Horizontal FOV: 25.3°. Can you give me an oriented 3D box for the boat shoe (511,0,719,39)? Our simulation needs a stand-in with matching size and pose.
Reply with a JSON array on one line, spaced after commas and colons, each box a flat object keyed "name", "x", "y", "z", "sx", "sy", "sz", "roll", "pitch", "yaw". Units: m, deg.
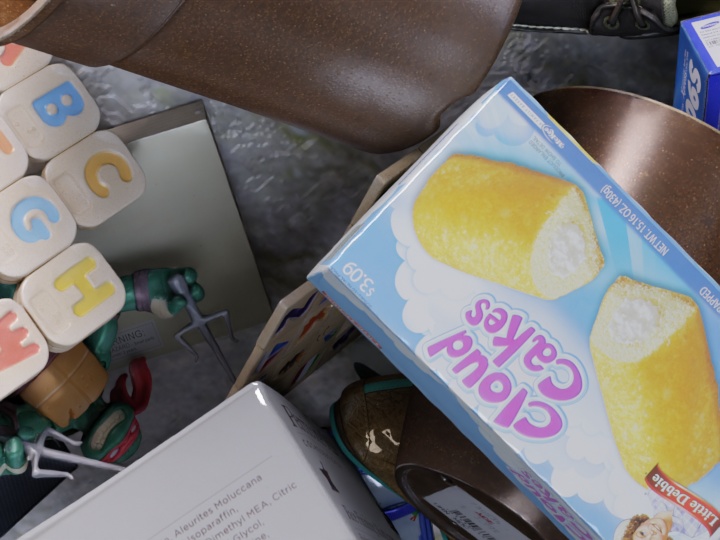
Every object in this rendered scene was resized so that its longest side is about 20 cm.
[{"name": "boat shoe", "x": 0.148, "y": -0.153, "z": 0.814, "sx": 0.200, "sy": 0.066, "sz": 0.072, "roll": -7, "pitch": 122, "yaw": -8}]

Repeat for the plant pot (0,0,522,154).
[{"name": "plant pot", "x": -0.042, "y": -0.155, "z": 0.708, "sx": 0.198, "sy": 0.200, "sz": 0.200, "roll": 21, "pitch": 115, "yaw": -30}]

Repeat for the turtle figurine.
[{"name": "turtle figurine", "x": -0.160, "y": 0.044, "z": 0.809, "sx": 0.200, "sy": 0.150, "sz": 0.101, "roll": 44, "pitch": 141, "yaw": -18}]

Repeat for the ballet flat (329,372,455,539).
[{"name": "ballet flat", "x": 0.062, "y": 0.117, "z": 0.900, "sx": 0.072, "sy": 0.068, "sz": 0.200, "roll": -26, "pitch": 129, "yaw": 19}]

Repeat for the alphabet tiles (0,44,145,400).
[{"name": "alphabet tiles", "x": -0.200, "y": -0.039, "z": 0.748, "sx": 0.195, "sy": 0.015, "sz": 0.200, "roll": -38, "pitch": 96, "yaw": -33}]

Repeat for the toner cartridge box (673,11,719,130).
[{"name": "toner cartridge box", "x": 0.217, "y": -0.058, "z": 0.864, "sx": 0.095, "sy": 0.043, "sz": 0.200, "roll": -12, "pitch": 141, "yaw": -4}]

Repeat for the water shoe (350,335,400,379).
[{"name": "water shoe", "x": 0.089, "y": 0.065, "z": 0.944, "sx": 0.200, "sy": 0.071, "sz": 0.079, "roll": 24, "pitch": 79, "yaw": -16}]

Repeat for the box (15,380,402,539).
[{"name": "box", "x": -0.076, "y": 0.178, "z": 0.801, "sx": 0.200, "sy": 0.131, "sz": 0.199, "roll": -34, "pitch": 161, "yaw": 1}]

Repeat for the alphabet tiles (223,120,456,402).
[{"name": "alphabet tiles", "x": 0.000, "y": 0.000, "z": 0.805, "sx": 0.008, "sy": 0.167, "sz": 0.200, "roll": 42, "pitch": 135, "yaw": 12}]

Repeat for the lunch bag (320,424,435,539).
[{"name": "lunch bag", "x": -0.055, "y": 0.173, "z": 0.966, "sx": 0.199, "sy": 0.076, "sz": 0.161, "roll": -13, "pitch": 120, "yaw": -5}]

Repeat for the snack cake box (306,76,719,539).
[{"name": "snack cake box", "x": 0.088, "y": 0.031, "z": 0.692, "sx": 0.200, "sy": 0.067, "sz": 0.115, "roll": 44, "pitch": 80, "yaw": -4}]

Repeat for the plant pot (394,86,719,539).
[{"name": "plant pot", "x": 0.107, "y": 0.045, "z": 0.805, "sx": 0.187, "sy": 0.187, "sz": 0.200, "roll": 48, "pitch": 65, "yaw": -31}]

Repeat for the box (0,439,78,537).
[{"name": "box", "x": -0.259, "y": 0.122, "z": 0.821, "sx": 0.158, "sy": 0.051, "sz": 0.200, "roll": -42, "pitch": 157, "yaw": 6}]

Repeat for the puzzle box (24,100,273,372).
[{"name": "puzzle box", "x": -0.159, "y": -0.002, "z": 0.865, "sx": 0.199, "sy": 0.025, "sz": 0.133, "roll": -17, "pitch": 123, "yaw": -1}]
